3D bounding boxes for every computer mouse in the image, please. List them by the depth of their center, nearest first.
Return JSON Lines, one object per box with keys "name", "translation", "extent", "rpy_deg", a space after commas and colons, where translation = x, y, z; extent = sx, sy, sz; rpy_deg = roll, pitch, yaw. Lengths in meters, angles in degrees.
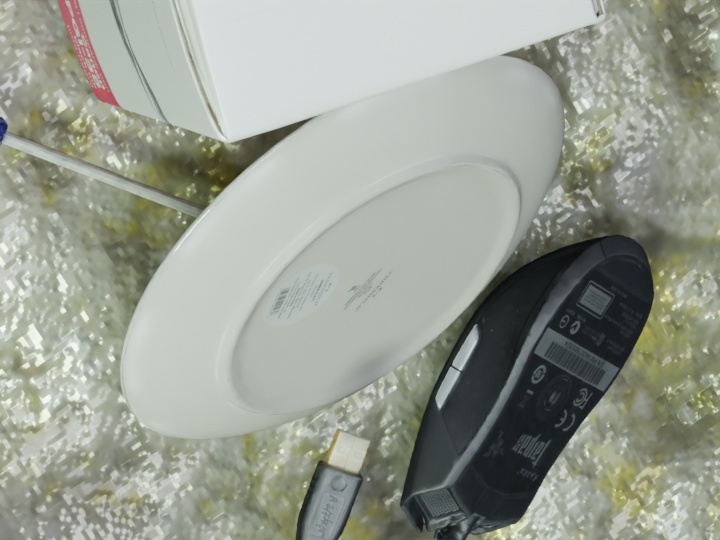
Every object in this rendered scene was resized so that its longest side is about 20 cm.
{"name": "computer mouse", "translation": [0.030, 0.061, 1.139], "extent": [0.140, 0.046, 0.201], "rpy_deg": [20, 101, -53]}

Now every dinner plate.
{"name": "dinner plate", "translation": [0.000, 0.000, 1.079], "extent": [0.199, 0.024, 0.201], "rpy_deg": [-29, 151, -18]}

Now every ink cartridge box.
{"name": "ink cartridge box", "translation": [-0.020, -0.110, 1.027], "extent": [0.146, 0.200, 0.083], "rpy_deg": [-19, 103, -14]}

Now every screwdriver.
{"name": "screwdriver", "translation": [-0.120, -0.045, 1.096], "extent": [0.199, 0.029, 0.028], "rpy_deg": [22, 93, -15]}
